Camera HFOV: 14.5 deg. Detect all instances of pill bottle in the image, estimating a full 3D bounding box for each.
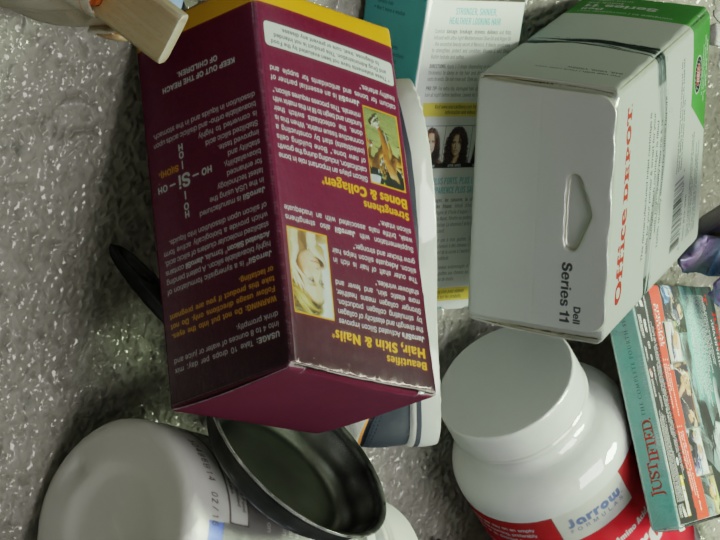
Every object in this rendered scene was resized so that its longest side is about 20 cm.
[{"bbox_3d":[-0.063,0.150,1.497,0.200,0.114,0.114,19,90,-48],"label":"pill bottle"},{"bbox_3d":[0.122,0.127,1.686,0.112,0.112,0.200,-51,134,-21],"label":"pill bottle"}]

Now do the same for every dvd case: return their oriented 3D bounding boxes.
[{"bbox_3d":[0.195,0.080,1.717,0.200,0.022,0.146,0,78,-68],"label":"dvd case"}]

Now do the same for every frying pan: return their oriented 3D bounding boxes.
[{"bbox_3d":[-0.064,0.074,1.433,0.190,0.115,0.031,36,114,-15],"label":"frying pan"}]

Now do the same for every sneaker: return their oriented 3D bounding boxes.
[{"bbox_3d":[0.000,0.000,1.497,0.079,0.078,0.201,-3,104,-7],"label":"sneaker"}]

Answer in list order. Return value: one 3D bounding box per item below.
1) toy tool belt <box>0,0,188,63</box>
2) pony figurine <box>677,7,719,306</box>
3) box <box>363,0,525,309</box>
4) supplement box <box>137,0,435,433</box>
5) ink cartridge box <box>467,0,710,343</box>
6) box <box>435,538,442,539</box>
[{"bbox_3d":[-0.106,-0.204,1.316,0.125,0.123,0.201,4,101,-47],"label":"toy tool belt"},{"bbox_3d":[0.277,-0.052,1.699,0.193,0.167,0.200,11,139,-28],"label":"pony figurine"},{"bbox_3d":[0.036,-0.080,1.567,0.082,0.049,0.201,-4,107,-46],"label":"box"},{"bbox_3d":[-0.038,-0.028,1.416,0.110,0.086,0.201,14,64,-48],"label":"supplement box"},{"bbox_3d":[0.131,-0.061,1.596,0.200,0.083,0.147,-38,134,-63],"label":"ink cartridge box"},{"bbox_3d":[0.097,0.239,1.632,0.100,0.200,0.075,-50,134,-21],"label":"box"}]
